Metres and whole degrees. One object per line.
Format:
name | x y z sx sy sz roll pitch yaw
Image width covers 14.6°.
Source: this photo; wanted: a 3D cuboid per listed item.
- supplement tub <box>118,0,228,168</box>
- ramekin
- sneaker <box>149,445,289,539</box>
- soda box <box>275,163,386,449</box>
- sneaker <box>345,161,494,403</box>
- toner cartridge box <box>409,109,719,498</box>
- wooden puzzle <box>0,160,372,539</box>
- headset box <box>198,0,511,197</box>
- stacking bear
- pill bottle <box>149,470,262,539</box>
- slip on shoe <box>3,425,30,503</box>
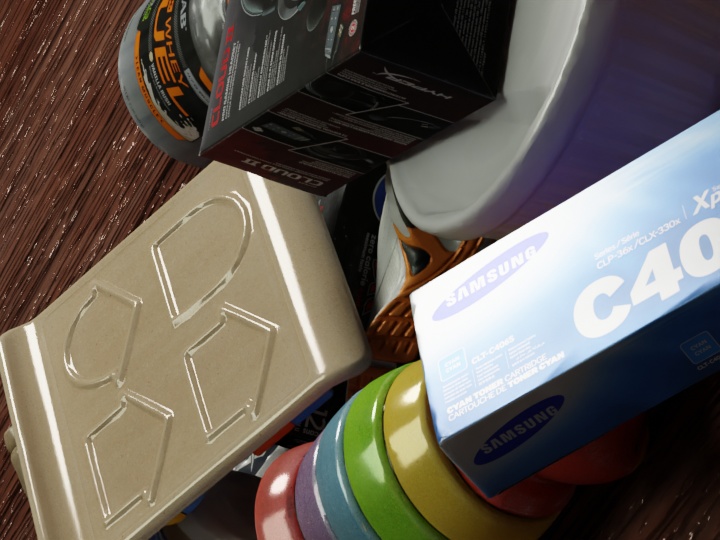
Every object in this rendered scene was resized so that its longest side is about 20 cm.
supplement tub | -0.060 -0.136 1.657 0.200 0.122 0.123 156 128 -66
ramekin | 0.099 -0.101 1.310 0.202 0.094 0.203 -48 32 44
sneaker | -0.109 0.142 1.567 0.079 0.129 0.200 4 77 66
soda box | 0.000 0.000 1.494 0.063 0.071 0.201 -6 68 65
sneaker | 0.036 0.019 1.421 0.092 0.075 0.201 106 175 -83
toner cartridge box | 0.117 0.003 1.140 0.200 0.043 0.095 -31 37 17
wooden puzzle | -0.089 0.047 1.439 0.200 0.046 0.186 -36 44 15
headset box | -0.003 -0.132 1.345 0.200 0.077 0.150 -24 52 60
stacking bear | 0.053 0.085 1.260 0.200 0.114 0.122 -38 15 39
pill bottle | -0.082 0.215 1.474 0.201 0.111 0.111 -66 23 15
slip on shoe | -0.131 0.078 1.624 0.200 0.061 0.076 -37 -5 -46
